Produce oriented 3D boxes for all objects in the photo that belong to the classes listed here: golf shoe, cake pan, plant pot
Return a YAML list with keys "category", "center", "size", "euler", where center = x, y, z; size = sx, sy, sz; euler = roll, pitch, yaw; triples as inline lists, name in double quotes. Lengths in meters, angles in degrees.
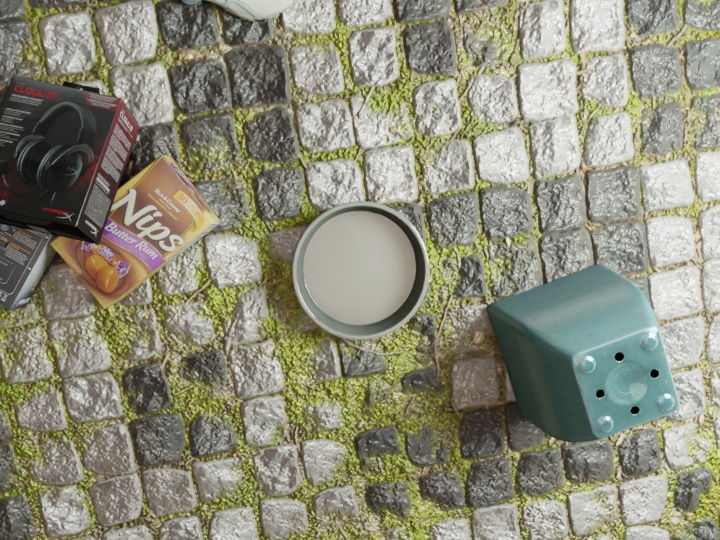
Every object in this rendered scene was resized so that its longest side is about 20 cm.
- category: "golf shoe"
  center: [-0.177, -0.382, 0.745]
  size: [0.198, 0.097, 0.079]
  euler: [3, 97, -5]
- category: "cake pan"
  center: [0.000, 0.000, 0.837]
  size: [0.198, 0.037, 0.202]
  euler: [0, 98, -3]
- category: "plant pot"
  center: [0.319, 0.126, 0.792]
  size: [0.195, 0.200, 0.197]
  euler: [-20, 99, 0]

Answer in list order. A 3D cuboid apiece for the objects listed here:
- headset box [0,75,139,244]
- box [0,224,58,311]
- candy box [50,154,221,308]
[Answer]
- category: "headset box"
  center: [-0.391, -0.151, 0.743]
  size: [0.148, 0.077, 0.202]
  euler: [13, 75, 0]
- category: "box"
  center: [-0.527, -0.063, 0.793]
  size: [0.199, 0.048, 0.159]
  euler: [30, 94, -7]
- category: "candy box"
  center: [-0.312, -0.054, 0.803]
  size: [0.200, 0.056, 0.117]
  euler: [-38, 97, 1]
